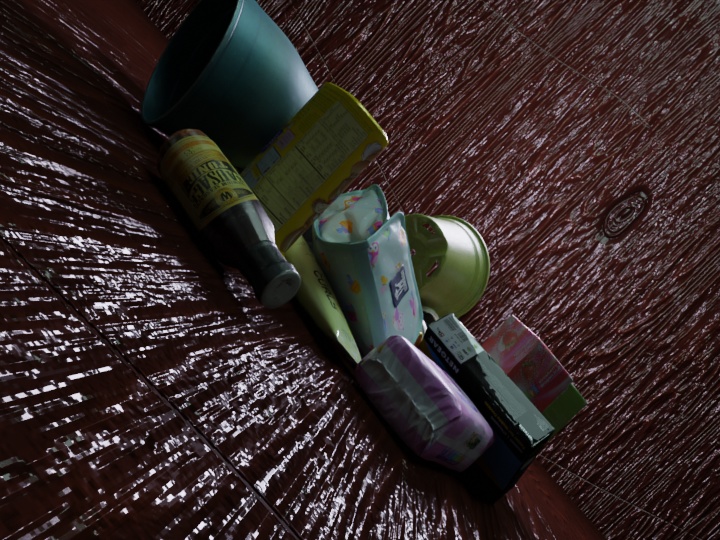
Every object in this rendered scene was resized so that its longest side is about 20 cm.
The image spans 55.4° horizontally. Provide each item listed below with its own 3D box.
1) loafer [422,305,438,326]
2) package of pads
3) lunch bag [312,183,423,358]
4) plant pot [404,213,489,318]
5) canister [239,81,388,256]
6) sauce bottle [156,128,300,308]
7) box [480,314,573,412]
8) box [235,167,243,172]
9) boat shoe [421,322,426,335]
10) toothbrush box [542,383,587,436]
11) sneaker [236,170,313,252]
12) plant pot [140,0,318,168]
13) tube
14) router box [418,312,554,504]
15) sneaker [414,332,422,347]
[{"bbox_3d":[0.126,0.154,1.174,0.205,0.074,0.068,69,10,20],"label":"loafer"},{"bbox_3d":[0.078,0.153,0.774,0.121,0.075,0.200,51,4,29],"label":"package of pads"},{"bbox_3d":[0.008,0.006,0.859,0.201,0.118,0.175,-114,-169,-67],"label":"lunch bag"},{"bbox_3d":[0.120,-0.018,1.247,0.201,0.201,0.183,48,12,22],"label":"plant pot"},{"bbox_3d":[-0.071,-0.110,0.781,0.086,0.200,0.149,43,4,-26],"label":"canister"},{"bbox_3d":[-0.119,-0.050,0.622,0.200,0.066,0.066,48,3,30],"label":"sauce bottle"},{"bbox_3d":[0.206,0.184,1.038,0.103,0.200,0.095,45,3,-24],"label":"box"},{"bbox_3d":[-0.225,-0.196,1.133,0.160,0.049,0.201,48,2,-34],"label":"box"},{"bbox_3d":[0.059,0.089,1.092,0.201,0.060,0.077,-123,-154,-54],"label":"boat shoe"},{"bbox_3d":[0.254,0.229,1.158,0.086,0.200,0.146,45,3,-33],"label":"toothbrush box"},{"bbox_3d":[-0.107,-0.097,0.970,0.199,0.114,0.076,42,3,-40],"label":"sneaker"},{"bbox_3d":[-0.145,-0.219,0.872,0.186,0.201,0.201,34,10,-36],"label":"plant pot"},{"bbox_3d":[-0.050,0.031,0.792,0.057,0.053,0.201,2,37,-33],"label":"tube"},{"bbox_3d":[0.147,0.181,0.903,0.201,0.050,0.151,49,-36,29],"label":"router box"},{"bbox_3d":[0.046,0.096,0.995,0.073,0.077,0.200,45,-6,-13],"label":"sneaker"}]
